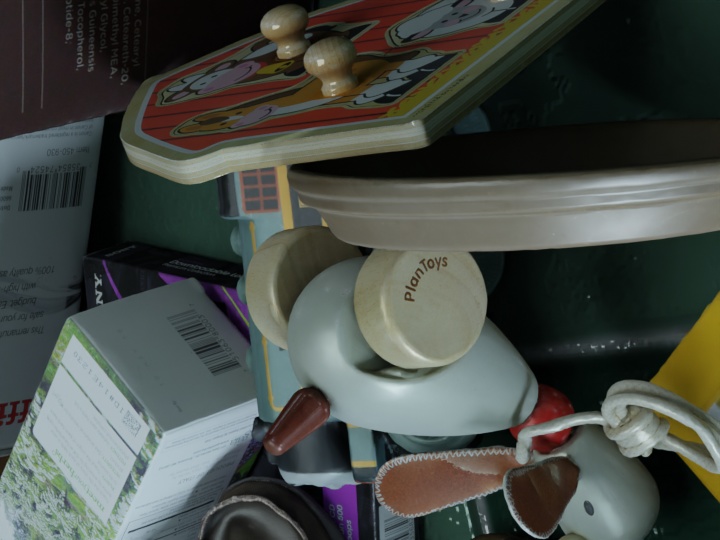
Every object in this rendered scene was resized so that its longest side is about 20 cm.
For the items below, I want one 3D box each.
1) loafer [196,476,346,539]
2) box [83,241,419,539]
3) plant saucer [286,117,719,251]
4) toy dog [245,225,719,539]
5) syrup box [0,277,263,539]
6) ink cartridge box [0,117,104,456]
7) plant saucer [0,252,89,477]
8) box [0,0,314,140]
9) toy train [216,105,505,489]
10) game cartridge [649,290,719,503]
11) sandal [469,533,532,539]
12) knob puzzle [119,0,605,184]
[{"bbox_3d":[-0.035,0.188,1.027,0.073,0.071,0.200,-22,72,27],"label":"loafer"},{"bbox_3d":[-0.056,0.071,1.118,0.200,0.036,0.143,12,111,44],"label":"box"},{"bbox_3d":[0.073,-0.032,0.834,0.200,0.200,0.030,2,100,45],"label":"plant saucer"},{"bbox_3d":[0.034,0.065,0.888,0.200,0.096,0.132,34,161,-8],"label":"toy dog"},{"bbox_3d":[-0.118,0.107,1.109,0.079,0.081,0.200,48,133,25],"label":"syrup box"},{"bbox_3d":[-0.212,-0.011,1.132,0.083,0.147,0.200,20,107,36],"label":"ink cartridge box"},{"bbox_3d":[-0.196,0.055,1.257,0.200,0.032,0.201,15,113,40],"label":"plant saucer"},{"bbox_3d":[-0.143,-0.166,1.008,0.166,0.200,0.165,20,117,40],"label":"box"},{"bbox_3d":[0.000,0.000,0.984,0.114,0.085,0.200,-3,100,18],"label":"toy train"},{"bbox_3d":[0.212,0.067,0.852,0.200,0.032,0.176,51,133,22],"label":"game cartridge"},{"bbox_3d":[0.094,0.206,0.998,0.082,0.055,0.200,-31,81,46],"label":"sandal"},{"bbox_3d":[-0.014,-0.088,0.906,0.219,0.220,0.031,0,118,45],"label":"knob puzzle"}]
